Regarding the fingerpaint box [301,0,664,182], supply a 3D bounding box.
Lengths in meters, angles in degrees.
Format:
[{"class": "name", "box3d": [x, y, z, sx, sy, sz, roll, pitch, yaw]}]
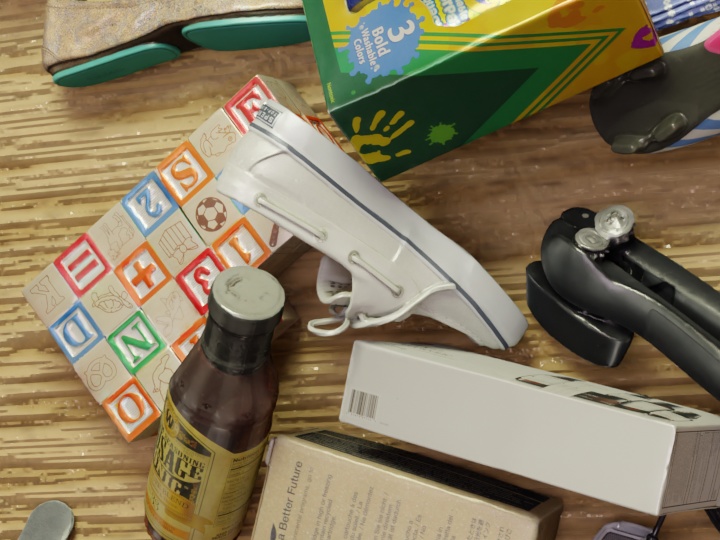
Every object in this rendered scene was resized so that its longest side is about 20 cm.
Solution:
[{"class": "fingerpaint box", "box3d": [0.050, -0.174, 0.918, 0.165, 0.073, 0.202, -22, 54, 14]}]

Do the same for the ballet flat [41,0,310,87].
[{"class": "ballet flat", "box3d": [-0.105, -0.160, 1.025, 0.198, 0.068, 0.068, -8, 82, 17]}]

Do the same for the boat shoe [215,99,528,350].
[{"class": "boat shoe", "box3d": [0.001, 0.001, 0.944, 0.201, 0.075, 0.086, 39, 88, -26]}]

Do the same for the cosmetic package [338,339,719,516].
[{"class": "cosmetic package", "box3d": [0.093, 0.080, 0.926, 0.198, 0.082, 0.051, 13, 92, 34]}]

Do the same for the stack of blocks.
[{"class": "stack of blocks", "box3d": [-0.089, -0.006, 1.024, 0.200, 0.059, 0.116, -41, 79, 14]}]

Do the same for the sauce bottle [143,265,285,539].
[{"class": "sauce bottle", "box3d": [-0.081, 0.081, 0.973, 0.066, 0.066, 0.201, 29, 132, 16]}]

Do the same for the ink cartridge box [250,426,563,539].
[{"class": "ink cartridge box", "box3d": [0.012, 0.208, 0.987, 0.163, 0.075, 0.202, 16, 97, 19]}]

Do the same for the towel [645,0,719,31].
[{"class": "towel", "box3d": [0.105, -0.172, 0.955, 0.198, 0.024, 0.146, -20, 60, 17]}]

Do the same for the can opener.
[{"class": "can opener", "box3d": [0.171, 0.027, 0.920, 0.199, 0.063, 0.079, 32, 144, 36]}]

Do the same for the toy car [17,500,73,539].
[{"class": "toy car", "box3d": [-0.237, 0.242, 1.062, 0.162, 0.158, 0.202, -6, 61, 15]}]

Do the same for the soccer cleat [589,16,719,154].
[{"class": "soccer cleat", "box3d": [0.210, -0.111, 0.885, 0.199, 0.086, 0.071, -11, 104, 40]}]

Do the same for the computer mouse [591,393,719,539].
[{"class": "computer mouse", "box3d": [0.151, 0.179, 0.954, 0.109, 0.044, 0.202, 35, 105, 34]}]
